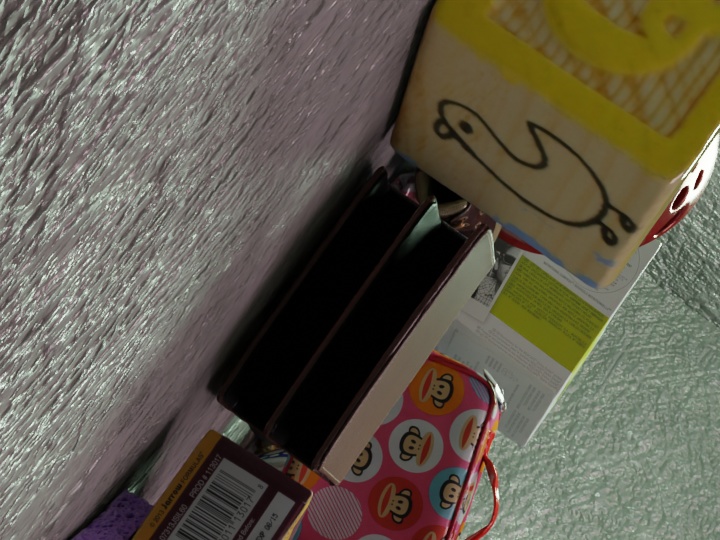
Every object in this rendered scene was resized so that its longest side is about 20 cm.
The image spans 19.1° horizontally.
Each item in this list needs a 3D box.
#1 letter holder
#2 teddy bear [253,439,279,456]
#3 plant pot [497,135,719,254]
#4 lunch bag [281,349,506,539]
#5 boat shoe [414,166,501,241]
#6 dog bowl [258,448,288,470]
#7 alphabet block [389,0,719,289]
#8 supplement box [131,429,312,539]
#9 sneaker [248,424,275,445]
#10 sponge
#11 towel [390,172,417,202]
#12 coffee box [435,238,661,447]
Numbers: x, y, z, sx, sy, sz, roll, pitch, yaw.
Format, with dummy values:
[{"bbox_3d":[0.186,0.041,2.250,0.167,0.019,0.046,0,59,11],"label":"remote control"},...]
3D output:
[{"bbox_3d":[-0.004,0.035,1.479,0.201,0.100,0.142,-55,172,-5],"label":"letter holder"},{"bbox_3d":[-0.053,0.164,1.983,0.145,0.067,0.200,-48,170,-34],"label":"teddy bear"},{"bbox_3d":[0.176,-0.109,1.713,0.201,0.200,0.182,-56,167,14],"label":"plant pot"},{"bbox_3d":[0.030,0.159,1.720,0.082,0.175,0.201,36,76,-82],"label":"lunch bag"},{"bbox_3d":[0.066,-0.067,1.603,0.072,0.072,0.201,-43,156,-33],"label":"boat shoe"},{"bbox_3d":[-0.054,0.255,1.840,0.201,0.200,0.079,-56,173,14],"label":"dog bowl"},{"bbox_3d":[0.156,-0.140,1.423,0.197,0.195,0.200,-54,173,-21],"label":"alphabet block"},{"bbox_3d":[-0.115,0.217,1.469,0.111,0.085,0.200,-54,173,-39],"label":"supplement box"},{"bbox_3d":[-0.006,0.054,1.625,0.200,0.076,0.088,-54,154,-3],"label":"sneaker"},{"bbox_3d":[-0.208,0.243,1.419,0.201,0.030,0.112,-60,173,27],"label":"sponge"},{"bbox_3d":[0.000,0.000,1.727,0.201,0.030,0.146,-57,171,10],"label":"towel"},{"bbox_3d":[0.152,0.019,2.142,0.198,0.199,0.200,-53,174,-20],"label":"coffee box"}]
